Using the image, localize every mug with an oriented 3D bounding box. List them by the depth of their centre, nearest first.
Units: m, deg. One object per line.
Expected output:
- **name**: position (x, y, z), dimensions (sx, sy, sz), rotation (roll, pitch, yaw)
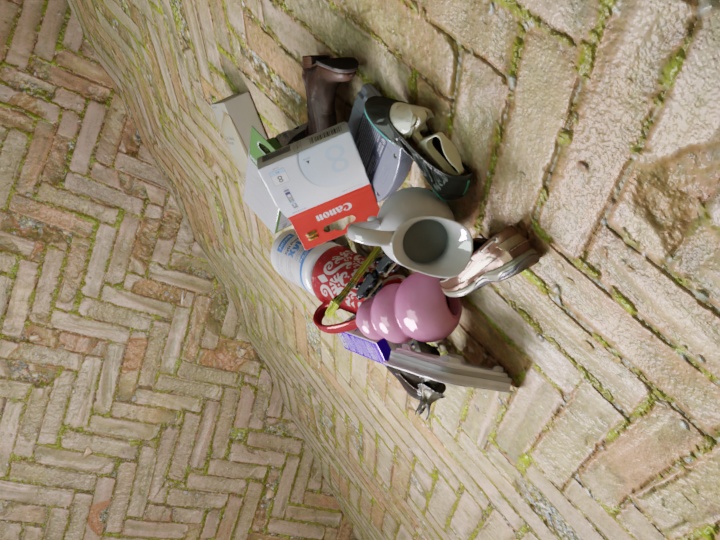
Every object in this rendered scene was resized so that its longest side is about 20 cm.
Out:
- **mug**: position (0.001, 0.056, 1.196), dimensions (0.199, 0.133, 0.179), rotation (21, 99, 49)

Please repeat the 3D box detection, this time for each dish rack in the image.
- **dish rack**: position (0.157, 0.169, 1.002), dimensions (0.171, 0.199, 0.044), rotation (7, 82, 52)

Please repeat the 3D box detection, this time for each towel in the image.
- **towel**: position (0.000, 0.000, 1.064), dimensions (0.018, 0.200, 0.086), rotation (37, 155, 0)

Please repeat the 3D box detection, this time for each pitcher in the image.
- **pitcher**: position (0.062, -0.062, 0.849), dimensions (0.200, 0.170, 0.122), rotation (-101, 22, -73)

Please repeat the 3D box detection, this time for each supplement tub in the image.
- **supplement tub**: position (-0.118, -0.020, 1.365), dimensions (0.199, 0.131, 0.133), rotation (23, 139, 53)

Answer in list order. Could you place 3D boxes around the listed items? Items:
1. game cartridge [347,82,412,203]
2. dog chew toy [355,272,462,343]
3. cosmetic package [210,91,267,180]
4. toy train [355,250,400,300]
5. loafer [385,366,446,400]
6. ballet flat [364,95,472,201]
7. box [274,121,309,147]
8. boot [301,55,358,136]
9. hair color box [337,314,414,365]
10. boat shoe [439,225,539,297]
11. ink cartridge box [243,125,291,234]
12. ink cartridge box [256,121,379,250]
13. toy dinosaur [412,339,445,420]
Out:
- **game cartridge**: position (0.027, -0.201, 0.964), dimensions (0.134, 0.041, 0.200), rotation (57, 158, 13)
- **dog chew toy**: position (0.077, 0.074, 1.020), dimensions (0.199, 0.125, 0.125), rotation (-16, 107, 33)
- **cosmetic package**: position (-0.279, -0.323, 1.394), dimensions (0.103, 0.073, 0.201), rotation (20, 137, 57)
- **toy train**: position (0.052, -0.016, 1.033), dimensions (0.200, 0.046, 0.034), rotation (-52, 60, 32)
- **loafer**: position (0.108, 0.216, 1.266), dimensions (0.200, 0.073, 0.072), rotation (30, 146, 50)
- **ballet flat**: position (0.090, -0.190, 0.821), dimensions (0.200, 0.068, 0.068), rotation (47, 147, 2)
- **box**: position (-0.125, -0.208, 1.166), dimensions (0.133, 0.114, 0.200), rotation (62, 155, -6)
- **boot**: position (-0.048, -0.251, 0.962), dimensions (0.186, 0.064, 0.202), rotation (-133, 38, -59)
- **hair color box**: position (0.038, 0.138, 1.269), dimensions (0.200, 0.109, 0.065), rotation (11, 130, 61)
- **boat shoe**: position (0.179, -0.015, 0.846), dimensions (0.072, 0.075, 0.200), rotation (61, 148, 2)
- **ink cartridge box**: position (-0.156, -0.171, 1.054), dimensions (0.104, 0.059, 0.200), rotation (47, 147, 17)
- **ink cartridge box**: position (-0.061, -0.128, 0.965), dimensions (0.047, 0.159, 0.201), rotation (-106, -7, -54)
- **toy dinosaur**: position (0.134, 0.182, 1.138), dimensions (0.102, 0.076, 0.202), rotation (-55, -44, -80)
